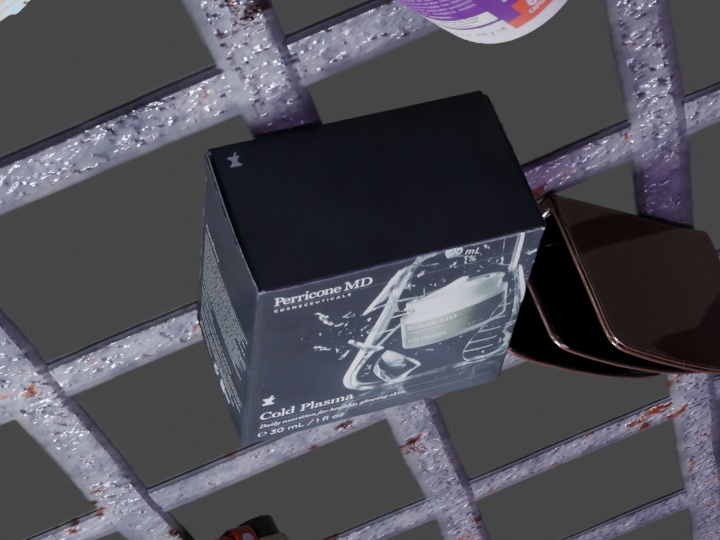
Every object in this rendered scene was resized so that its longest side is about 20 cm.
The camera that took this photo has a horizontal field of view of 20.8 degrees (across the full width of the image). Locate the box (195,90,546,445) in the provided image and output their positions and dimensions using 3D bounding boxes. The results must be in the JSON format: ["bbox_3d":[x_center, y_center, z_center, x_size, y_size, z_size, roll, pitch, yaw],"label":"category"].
[{"bbox_3d":[0.000,0.000,1.329,0.199,0.124,0.197,-14,148,-15],"label":"box"}]

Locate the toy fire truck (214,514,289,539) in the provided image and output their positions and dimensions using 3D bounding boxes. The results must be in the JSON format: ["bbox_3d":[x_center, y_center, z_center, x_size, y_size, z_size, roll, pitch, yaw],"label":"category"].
[{"bbox_3d":[-0.170,0.293,1.722,0.199,0.129,0.176,-6,148,-45],"label":"toy fire truck"}]

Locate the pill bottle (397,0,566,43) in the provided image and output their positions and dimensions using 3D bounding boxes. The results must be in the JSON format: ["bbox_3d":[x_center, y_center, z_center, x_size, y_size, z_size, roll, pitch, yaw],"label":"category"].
[{"bbox_3d":[0.027,-0.201,1.024,0.111,0.112,0.200,-36,148,24],"label":"pill bottle"}]

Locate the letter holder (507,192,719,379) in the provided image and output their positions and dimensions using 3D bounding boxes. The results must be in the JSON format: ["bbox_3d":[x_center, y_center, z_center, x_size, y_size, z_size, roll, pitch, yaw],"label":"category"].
[{"bbox_3d":[0.202,0.041,1.508,0.199,0.143,0.101,10,138,-44],"label":"letter holder"}]

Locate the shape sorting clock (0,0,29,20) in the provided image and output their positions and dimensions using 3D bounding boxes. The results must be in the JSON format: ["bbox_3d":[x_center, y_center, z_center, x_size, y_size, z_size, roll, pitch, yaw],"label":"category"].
[{"bbox_3d":[-0.186,-0.170,0.965,0.199,0.039,0.200,-28,168,-7],"label":"shape sorting clock"}]
